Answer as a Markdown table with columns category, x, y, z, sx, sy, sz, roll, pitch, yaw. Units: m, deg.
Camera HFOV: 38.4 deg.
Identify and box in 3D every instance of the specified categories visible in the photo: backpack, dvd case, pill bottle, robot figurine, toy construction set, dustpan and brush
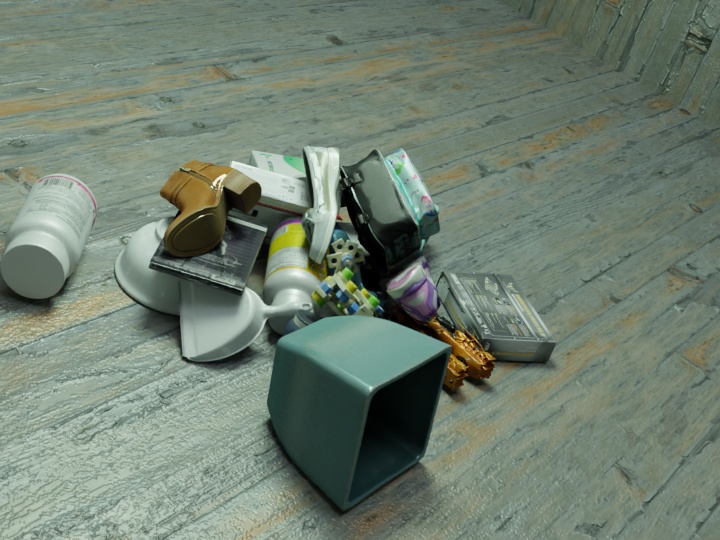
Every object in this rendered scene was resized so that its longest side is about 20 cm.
| category | x | y | z | sx | sy | sz | roll | pitch | yaw |
| --- | --- | --- | --- | --- | --- | --- | --- | --- | --- |
| backpack | 0.050 | -0.097 | 1.771 | 0.148 | 0.201 | 0.179 | -23 | 66 | -8 |
| dvd case | -0.234 | -0.038 | 1.621 | 0.146 | 0.016 | 0.201 | 17 | 32 | -3 |
| pill bottle | -0.106 | 0.011 | 1.702 | 0.102 | 0.105 | 0.202 | 14 | 42 | -10 |
| robot figurine | 0.129 | 0.114 | 1.740 | 0.143 | 0.059 | 0.200 | -11 | 44 | -43 |
| toy construction set | -0.021 | 0.033 | 1.646 | 0.131 | 0.092 | 0.201 | 43 | 19 | -16 |
| pill bottle | -0.477 | -0.052 | 1.581 | 0.111 | 0.115 | 0.201 | 15 | 32 | -10 |
| dustpan and brush | -0.173 | 0.064 | 1.580 | 0.196 | 0.057 | 0.142 | -12 | 62 | 4 |

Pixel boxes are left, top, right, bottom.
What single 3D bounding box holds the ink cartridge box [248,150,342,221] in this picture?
| category | x | y | z | sx | sy | sz | roll | pitch | yaw |
| --- | --- | --- | --- | --- | --- | --- | --- | --- | --- |
| ink cartridge box | -0.125 | -0.167 | 2.003 | 0.158 | 0.051 | 0.200 | 7 | 23 | -20 |

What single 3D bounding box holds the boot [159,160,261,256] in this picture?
| category | x | y | z | sx | sy | sz | roll | pitch | yaw |
| --- | --- | --- | --- | --- | --- | --- | --- | --- | --- |
| boot | -0.270 | -0.102 | 1.628 | 0.153 | 0.075 | 0.199 | 22 | 44 | 34 |

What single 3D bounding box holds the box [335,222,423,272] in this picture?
| category | x | y | z | sx | sy | sz | roll | pitch | yaw |
| --- | --- | --- | --- | --- | --- | --- | --- | --- | --- |
| box | 0.016 | -0.044 | 1.941 | 0.197 | 0.033 | 0.122 | 1 | 37 | -27 |

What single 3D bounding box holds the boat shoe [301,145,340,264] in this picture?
| category | x | y | z | sx | sy | sz | roll | pitch | yaw |
| --- | --- | --- | --- | --- | --- | --- | --- | --- | --- |
| boat shoe | -0.071 | -0.109 | 1.686 | 0.063 | 0.075 | 0.206 | 7 | 70 | -7 |

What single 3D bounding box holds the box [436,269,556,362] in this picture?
| category | x | y | z | sx | sy | sz | roll | pitch | yaw |
| --- | --- | --- | --- | --- | --- | --- | --- | --- | --- |
| box | 0.241 | 0.080 | 1.869 | 0.156 | 0.049 | 0.201 | 5 | 35 | -26 |

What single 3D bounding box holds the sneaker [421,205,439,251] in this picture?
| category | x | y | z | sx | sy | sz | roll | pitch | yaw |
| --- | --- | --- | --- | --- | --- | --- | --- | --- | --- |
| sneaker | 0.066 | -0.092 | 1.938 | 0.138 | 0.079 | 0.201 | 24 | 32 | 4 |

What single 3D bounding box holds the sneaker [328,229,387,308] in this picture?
| category | x | y | z | sx | sy | sz | roll | pitch | yaw |
| --- | --- | --- | --- | --- | --- | --- | --- | --- | --- |
| sneaker | 0.000 | 0.000 | 1.782 | 0.077 | 0.090 | 0.202 | 6 | 43 | -39 |

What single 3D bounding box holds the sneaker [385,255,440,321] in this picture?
| category | x | y | z | sx | sy | sz | roll | pitch | yaw |
| --- | --- | --- | --- | --- | --- | --- | --- | --- | --- |
| sneaker | 0.095 | 0.036 | 1.715 | 0.089 | 0.080 | 0.200 | 51 | 9 | -4 |

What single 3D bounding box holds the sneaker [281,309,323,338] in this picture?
| category | x | y | z | sx | sy | sz | roll | pitch | yaw |
| --- | --- | --- | --- | --- | --- | --- | --- | --- | --- |
| sneaker | -0.043 | 0.135 | 1.611 | 0.198 | 0.082 | 0.070 | 31 | 13 | -28 |

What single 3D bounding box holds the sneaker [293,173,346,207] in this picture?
| category | x | y | z | sx | sy | sz | roll | pitch | yaw |
| --- | --- | --- | --- | --- | --- | --- | --- | --- | --- |
| sneaker | -0.046 | -0.125 | 1.890 | 0.196 | 0.072 | 0.100 | 3 | 42 | 17 |

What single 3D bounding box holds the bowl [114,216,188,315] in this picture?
| category | x | y | z | sx | sy | sz | roll | pitch | yaw |
| --- | --- | --- | --- | --- | --- | --- | --- | --- | --- |
| bowl | -0.293 | -0.024 | 1.671 | 0.197 | 0.091 | 0.202 | 15 | 32 | -9 |

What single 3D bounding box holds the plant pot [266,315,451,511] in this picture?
| category | x | y | z | sx | sy | sz | roll | pitch | yaw |
| --- | --- | --- | --- | --- | --- | --- | --- | --- | --- |
| plant pot | -0.021 | 0.170 | 1.449 | 0.198 | 0.199 | 0.195 | 29 | 31 | 29 |

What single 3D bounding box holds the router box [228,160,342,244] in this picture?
| category | x | y | z | sx | sy | sz | roll | pitch | yaw |
| --- | --- | --- | --- | --- | --- | --- | --- | --- | --- |
| router box | -0.149 | -0.104 | 1.797 | 0.196 | 0.180 | 0.050 | 15 | 65 | -11 |
